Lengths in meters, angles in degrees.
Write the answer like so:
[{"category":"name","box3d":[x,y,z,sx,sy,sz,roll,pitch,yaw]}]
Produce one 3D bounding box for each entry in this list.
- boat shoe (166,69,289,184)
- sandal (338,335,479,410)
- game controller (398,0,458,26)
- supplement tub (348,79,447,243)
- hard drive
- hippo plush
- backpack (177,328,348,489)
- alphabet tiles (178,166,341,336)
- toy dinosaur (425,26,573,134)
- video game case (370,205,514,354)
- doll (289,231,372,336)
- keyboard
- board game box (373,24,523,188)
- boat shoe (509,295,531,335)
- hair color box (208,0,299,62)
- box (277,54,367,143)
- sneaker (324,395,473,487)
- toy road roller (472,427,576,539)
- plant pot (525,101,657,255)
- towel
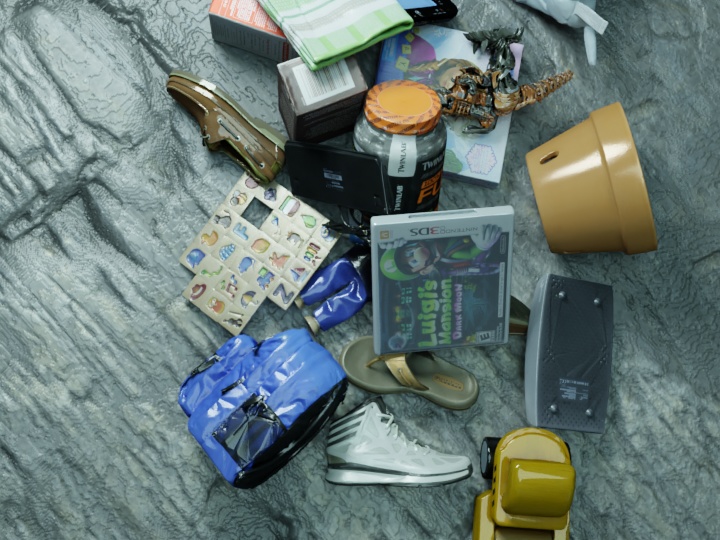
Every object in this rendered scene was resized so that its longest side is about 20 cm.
[{"category":"boat shoe","box3d":[-0.187,-0.193,1.525,0.199,0.072,0.068,33,78,2]},{"category":"sandal","box3d":[0.070,0.131,1.512,0.197,0.054,0.081,17,59,-4]},{"category":"game controller","box3d":[0.046,-0.362,1.520,0.104,0.199,0.043,36,126,29]},{"category":"supplement tub","box3d":[0.048,-0.135,1.467,0.120,0.202,0.124,2,43,-2]},{"category":"hard drive","box3d":[0.279,0.113,1.523,0.133,0.042,0.203,10,82,-31]},{"category":"hippo plush","box3d":[0.307,-0.429,1.547,0.160,0.160,0.200,-41,69,-18]},{"category":"backpack","box3d":[-0.122,0.161,1.453,0.199,0.163,0.168,-39,85,-6]},{"category":"alphabet tiles","box3d":[-0.144,-0.019,1.525,0.166,0.008,0.201,35,82,14]},{"category":"toy dinosaur","box3d":[0.181,-0.256,1.527,0.197,0.102,0.138,-10,100,-24]},{"category":"video game case","box3d":[0.104,0.016,1.442,0.179,0.023,0.202,-5,123,-4]},{"category":"doll","box3d":[0.000,0.000,1.535,0.198,0.048,0.138,-32,88,-6]},{"category":"keyboard","box3d":[-0.026,-0.100,1.464,0.020,0.199,0.129,-24,116,-35]},{"category":"board game box","box3d":[0.113,-0.234,1.571,0.196,0.041,0.203,11,84,-3]},{"category":"boat shoe","box3d":[0.136,0.061,1.533,0.197,0.076,0.075,12,119,-14]},{"category":"hair color box","box3d":[-0.101,-0.325,1.529,0.197,0.111,0.065,20,82,-3]},{"category":"box","box3d":[-0.052,-0.225,1.478,0.099,0.200,0.076,-21,83,-7]},{"category":"sneaker","box3d":[0.052,0.225,1.501,0.197,0.076,0.117,1,86,-2]},{"category":"toy road roller","box3d":[0.218,0.307,1.470,0.121,0.146,0.203,5,84,-3]},{"category":"plant pot","box3d":[0.303,-0.107,1.509,0.138,0.200,0.203,-15,85,11]},{"category":"towel","box3d":[-0.041,-0.341,1.419,0.148,0.031,0.201,-27,53,-11]}]
